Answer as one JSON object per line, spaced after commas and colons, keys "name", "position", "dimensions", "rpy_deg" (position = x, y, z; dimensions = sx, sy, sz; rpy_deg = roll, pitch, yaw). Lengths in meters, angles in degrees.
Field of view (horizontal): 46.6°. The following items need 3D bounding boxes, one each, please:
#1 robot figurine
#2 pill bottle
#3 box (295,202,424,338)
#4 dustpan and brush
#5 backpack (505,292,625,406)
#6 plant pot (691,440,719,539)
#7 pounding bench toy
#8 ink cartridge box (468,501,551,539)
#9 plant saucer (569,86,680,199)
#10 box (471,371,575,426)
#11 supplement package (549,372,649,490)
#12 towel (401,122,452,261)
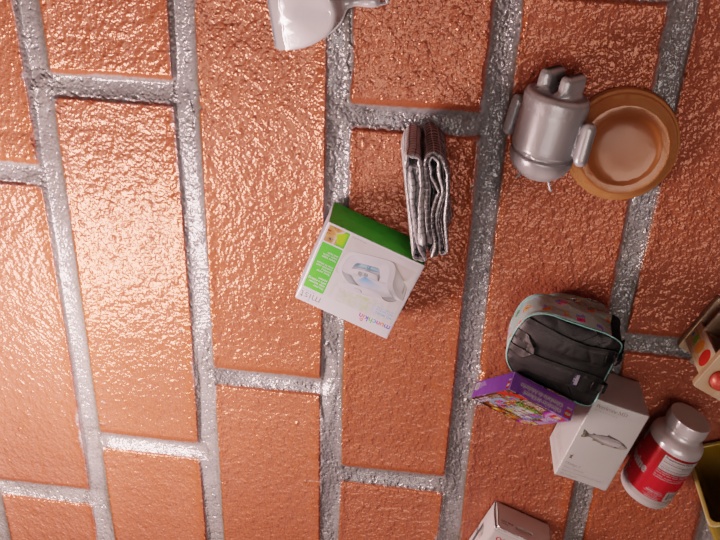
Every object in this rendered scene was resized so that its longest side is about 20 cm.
{"name": "robot figurine", "position": [0.315, -0.237, 1.403], "dimensions": [0.168, 0.112, 0.204], "rpy_deg": [32, 126, 35]}
{"name": "pill bottle", "position": [0.617, 0.371, 1.682], "dimensions": [0.110, 0.113, 0.203], "rpy_deg": [19, 118, -3]}
{"name": "box", "position": [0.000, 0.000, 1.583], "dimensions": [0.197, 0.097, 0.179], "rpy_deg": [24, 116, -7]}
{"name": "dustpan and brush", "position": [-0.051, -0.440, 1.388], "dimensions": [0.195, 0.058, 0.142], "rpy_deg": [4, 129, 13]}
{"name": "backpack", "position": [0.372, 0.132, 1.566], "dimensions": [0.196, 0.155, 0.178], "rpy_deg": [15, 125, -2]}
{"name": "plant pot", "position": [0.786, 0.476, 1.679], "dimensions": [0.190, 0.197, 0.202], "rpy_deg": [-16, 124, 15]}
{"name": "pounding bench toy", "position": [0.702, 0.130, 1.518], "dimensions": [0.122, 0.157, 0.202], "rpy_deg": [27, 118, -7]}
{"name": "ink cartridge box", "position": [0.320, 0.638, 1.880], "dimensions": [0.143, 0.085, 0.202], "rpy_deg": [24, 120, -5]}
{"name": "plant saucer", "position": [0.452, -0.212, 1.441], "dimensions": [0.195, 0.038, 0.204], "rpy_deg": [3, 119, 6]}
{"name": "box", "position": [0.314, 0.254, 1.633], "dimensions": [0.135, 0.040, 0.200], "rpy_deg": [27, 162, -6]}
{"name": "supplement package", "position": [0.472, 0.314, 1.669], "dimensions": [0.115, 0.118, 0.203], "rpy_deg": [18, 118, -1]}
{"name": "towel", "position": [0.119, -0.138, 1.454], "dimensions": [0.084, 0.167, 0.204], "rpy_deg": [-5, 118, 4]}
